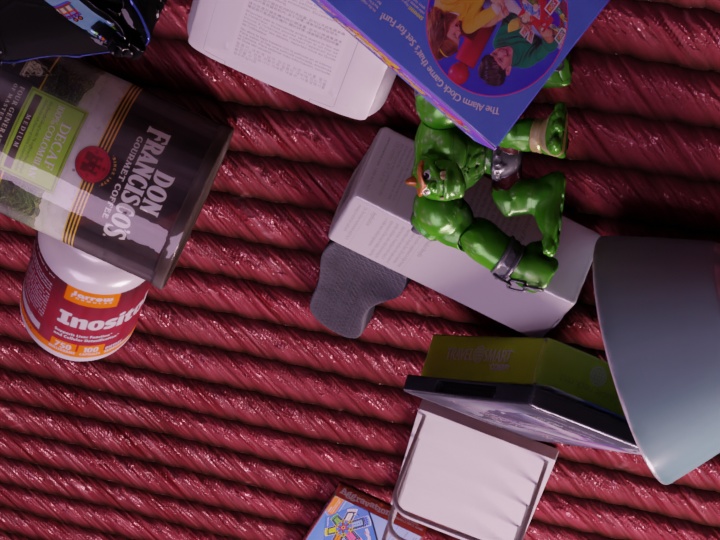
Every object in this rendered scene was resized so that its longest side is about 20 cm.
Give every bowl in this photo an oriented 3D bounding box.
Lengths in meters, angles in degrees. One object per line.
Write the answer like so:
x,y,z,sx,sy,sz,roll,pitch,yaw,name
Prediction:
0.261,0.056,1.685,0.104,0.202,0.201,-17,133,17,bowl

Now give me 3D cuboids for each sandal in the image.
-0.001,0.000,1.884,0.076,0.043,0.200,34,155,-3,sandal

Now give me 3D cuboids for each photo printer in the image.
-0.034,-0.212,1.574,0.165,0.070,0.200,23,146,0,photo printer

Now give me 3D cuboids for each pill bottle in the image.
-0.240,-0.010,1.941,0.112,0.113,0.200,24,147,-2,pill bottle

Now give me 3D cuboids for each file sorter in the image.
0.091,0.245,2.083,0.138,0.125,0.201,20,146,5,file sorter

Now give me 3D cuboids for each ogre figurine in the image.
0.097,-0.080,1.638,0.119,0.099,0.201,7,141,11,ogre figurine

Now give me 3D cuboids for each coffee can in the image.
-0.224,-0.092,1.785,0.199,0.147,0.147,24,147,-2,coffee can

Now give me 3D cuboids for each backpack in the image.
-0.242,-0.258,1.578,0.181,0.135,0.201,-2,136,33,backpack

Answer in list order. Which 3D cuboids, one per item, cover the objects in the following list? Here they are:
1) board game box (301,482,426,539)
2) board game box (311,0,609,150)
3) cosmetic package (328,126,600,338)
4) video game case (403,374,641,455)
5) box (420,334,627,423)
-0.006,0.294,2.306,0.102,0.020,0.200,25,147,-4,board game box
0.056,-0.198,1.480,0.200,0.135,0.045,39,178,-22,board game box
0.083,-0.028,1.747,0.199,0.074,0.102,25,157,-5,cosmetic package
0.144,0.120,1.805,0.142,0.019,0.200,22,169,-27,video game case
0.153,0.094,1.827,0.121,0.048,0.200,22,169,-28,box
